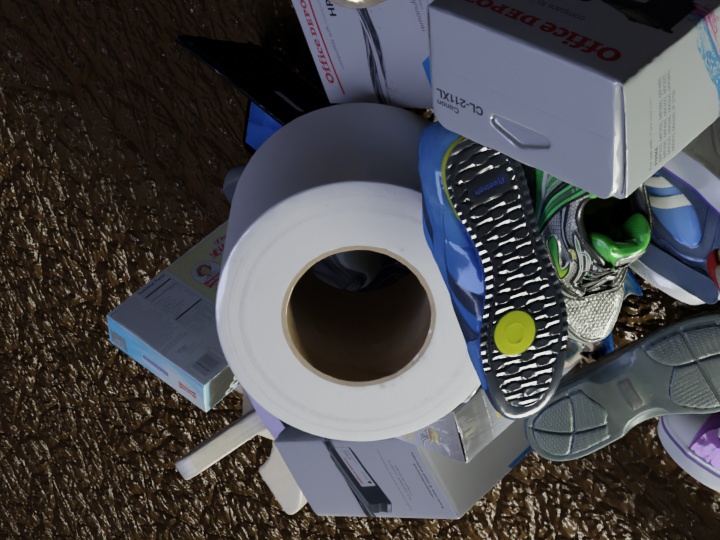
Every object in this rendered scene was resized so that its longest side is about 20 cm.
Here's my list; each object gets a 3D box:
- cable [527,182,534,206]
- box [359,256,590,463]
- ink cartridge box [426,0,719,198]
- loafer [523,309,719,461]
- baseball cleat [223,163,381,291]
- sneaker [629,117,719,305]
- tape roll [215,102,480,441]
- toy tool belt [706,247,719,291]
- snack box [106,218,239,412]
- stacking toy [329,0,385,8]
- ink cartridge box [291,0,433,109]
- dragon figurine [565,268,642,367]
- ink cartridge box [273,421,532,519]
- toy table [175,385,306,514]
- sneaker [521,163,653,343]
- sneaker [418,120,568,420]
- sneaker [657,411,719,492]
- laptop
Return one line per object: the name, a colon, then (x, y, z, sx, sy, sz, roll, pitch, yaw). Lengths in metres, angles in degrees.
cable: (0.133, -0.067, 1.319, 0.097, 0.050, 0.202, -164, 69, -67)
box: (0.055, 0.062, 1.505, 0.199, 0.158, 0.049, 15, 133, 42)
ink cartridge box: (0.155, -0.146, 1.147, 0.145, 0.200, 0.083, 26, 139, 33)
loafer: (0.206, 0.069, 1.355, 0.198, 0.063, 0.072, -22, 109, 13)
baseball cleat: (-0.071, -0.023, 1.572, 0.199, 0.106, 0.070, 28, 155, 48)
sneaker: (0.189, -0.062, 1.292, 0.200, 0.081, 0.146, 46, 143, 0)
tape roll: (0.000, 0.000, 1.374, 0.200, 0.140, 0.205, 1, 116, 1)
toy tool belt: (0.324, 0.031, 1.204, 0.123, 0.125, 0.200, -39, 96, 24)
snack box: (-0.101, 0.020, 1.616, 0.116, 0.200, 0.037, 33, 146, 27)
stacking toy: (-0.031, -0.265, 1.333, 0.201, 0.085, 0.086, -123, 22, -44)
ink cartridge box: (0.018, -0.183, 1.402, 0.199, 0.068, 0.117, 8, 127, 48)
dragon figurine: (0.164, 0.017, 1.418, 0.200, 0.100, 0.059, 45, 150, -25)
ink cartridge box: (0.046, 0.129, 1.590, 0.199, 0.144, 0.085, -8, 115, 54)
toy table: (-0.076, 0.116, 1.722, 0.117, 0.183, 0.202, -30, 83, 40)
sneaker: (0.146, -0.017, 1.253, 0.085, 0.077, 0.201, 54, 163, 38)
sneaker: (0.081, -0.003, 1.256, 0.078, 0.065, 0.202, 26, 134, 65)
sneaker: (0.304, 0.110, 1.332, 0.199, 0.073, 0.115, 23, 134, 22)
laptop: (-0.057, -0.093, 1.545, 0.177, 0.200, 0.104, 38, 108, 19)
